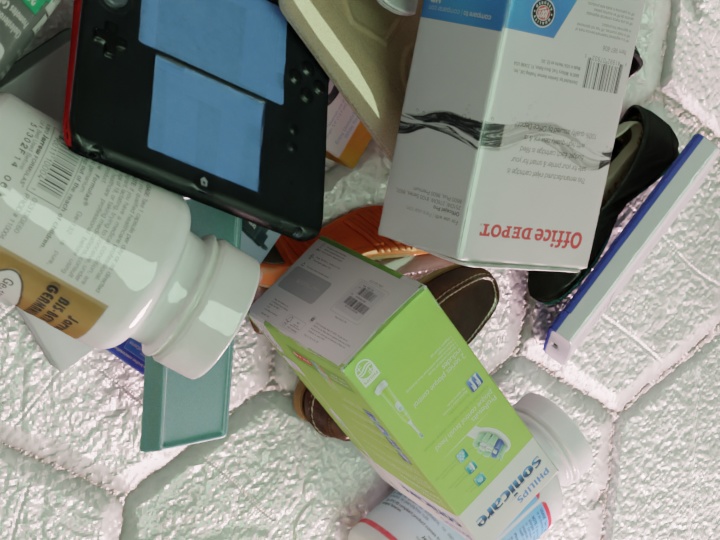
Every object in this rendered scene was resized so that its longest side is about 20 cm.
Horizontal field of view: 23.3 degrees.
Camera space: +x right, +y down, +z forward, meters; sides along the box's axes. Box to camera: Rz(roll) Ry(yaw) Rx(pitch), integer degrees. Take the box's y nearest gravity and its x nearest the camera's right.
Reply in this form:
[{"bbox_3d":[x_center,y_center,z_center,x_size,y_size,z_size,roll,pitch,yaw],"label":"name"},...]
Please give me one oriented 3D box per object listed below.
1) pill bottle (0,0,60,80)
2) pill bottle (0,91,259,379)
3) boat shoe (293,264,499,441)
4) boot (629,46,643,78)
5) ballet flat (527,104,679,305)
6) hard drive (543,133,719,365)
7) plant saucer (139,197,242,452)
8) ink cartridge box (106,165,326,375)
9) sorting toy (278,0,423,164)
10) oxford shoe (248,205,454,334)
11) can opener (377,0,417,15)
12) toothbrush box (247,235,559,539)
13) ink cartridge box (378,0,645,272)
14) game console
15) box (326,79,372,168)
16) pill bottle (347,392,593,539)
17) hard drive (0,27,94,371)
[{"bbox_3d":[-0.278,-0.130,1.057,0.113,0.113,0.200,41,81,-37],"label":"pill bottle"},{"bbox_3d":[-0.170,-0.016,1.102,0.200,0.114,0.115,31,87,-17],"label":"pill bottle"},{"bbox_3d":[0.042,0.068,1.381,0.200,0.070,0.071,-40,121,-20],"label":"boat shoe"},{"bbox_3d":[0.145,-0.226,1.300,0.070,0.132,0.200,-34,142,30],"label":"boot"},{"bbox_3d":[0.189,-0.062,1.451,0.200,0.068,0.068,-50,118,-24],"label":"ballet flat"},{"bbox_3d":[0.223,-0.015,1.455,0.200,0.025,0.132,-52,171,-6],"label":"hard drive"},{"bbox_3d":[-0.114,0.032,1.209,0.070,0.019,0.201,-9,112,-35],"label":"plant saucer"},{"bbox_3d":[-0.122,-0.027,1.217,0.200,0.042,0.119,-54,130,-5],"label":"ink cartridge box"},{"bbox_3d":[0.034,-0.182,1.260,0.185,0.036,0.200,53,47,-22],"label":"sorting toy"},{"bbox_3d":[0.000,0.000,1.336,0.199,0.071,0.073,-10,121,-24],"label":"oxford shoe"},{"bbox_3d":[0.041,-0.265,1.223,0.053,0.066,0.201,34,51,-33],"label":"can opener"},{"bbox_3d":[0.030,0.086,1.248,0.086,0.145,0.200,-43,121,-13],"label":"toothbrush box"},{"bbox_3d":[0.104,-0.106,1.198,0.144,0.084,0.201,4,100,-46],"label":"ink cartridge box"},{"bbox_3d":[-0.101,-0.126,1.133,0.200,0.031,0.178,21,55,-36],"label":"game console"},{"bbox_3d":[-0.051,-0.173,1.254,0.200,0.041,0.119,34,85,-36],"label":"box"},{"bbox_3d":[0.094,0.194,1.435,0.200,0.109,0.109,-39,124,-19],"label":"pill bottle"},{"bbox_3d":[-0.202,-0.046,1.195,0.132,0.026,0.200,-38,123,-20],"label":"hard drive"}]
